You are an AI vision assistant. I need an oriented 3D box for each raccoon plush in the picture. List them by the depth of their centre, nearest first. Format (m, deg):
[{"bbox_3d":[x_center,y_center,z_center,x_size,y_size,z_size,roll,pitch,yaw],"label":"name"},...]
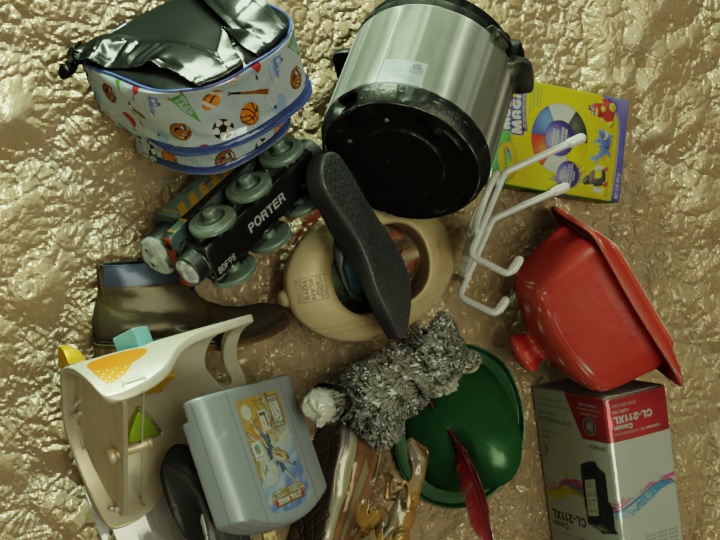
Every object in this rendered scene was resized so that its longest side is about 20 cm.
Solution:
[{"bbox_3d":[0.040,0.110,1.587,0.134,0.200,0.097,-38,86,17],"label":"raccoon plush"}]

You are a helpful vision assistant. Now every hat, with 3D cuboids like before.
[{"bbox_3d":[0.142,0.181,1.650,0.164,0.176,0.203,-11,97,-25],"label":"hat"}]

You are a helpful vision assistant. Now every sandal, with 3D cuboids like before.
[{"bbox_3d":[-0.004,-0.024,1.560,0.202,0.042,0.076,63,31,-21],"label":"sandal"}]

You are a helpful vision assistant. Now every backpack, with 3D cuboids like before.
[{"bbox_3d":[-0.143,-0.177,1.487,0.200,0.190,0.155,-39,124,-21],"label":"backpack"}]

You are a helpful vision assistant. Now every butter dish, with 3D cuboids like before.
[{"bbox_3d":[0.224,0.053,1.706,0.147,0.200,0.201,-32,102,1],"label":"butter dish"}]

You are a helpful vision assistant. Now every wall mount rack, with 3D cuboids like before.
[{"bbox_3d":[0.158,-0.054,1.646,0.074,0.200,0.175,24,69,7],"label":"wall mount rack"}]

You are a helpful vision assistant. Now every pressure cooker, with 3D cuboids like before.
[{"bbox_3d":[0.066,-0.175,1.590,0.175,0.178,0.201,32,51,-17],"label":"pressure cooker"}]

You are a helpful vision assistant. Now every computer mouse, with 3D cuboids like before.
[{"bbox_3d":[-0.108,0.244,1.481,0.140,0.046,0.202,-15,85,-65],"label":"computer mouse"}]

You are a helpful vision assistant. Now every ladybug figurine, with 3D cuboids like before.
[{"bbox_3d":[0.000,0.000,1.631,0.198,0.072,0.137,-14,97,-27],"label":"ladybug figurine"}]

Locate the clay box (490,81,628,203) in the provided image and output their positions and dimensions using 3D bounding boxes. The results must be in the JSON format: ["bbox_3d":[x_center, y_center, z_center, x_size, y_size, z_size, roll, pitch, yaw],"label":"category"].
[{"bbox_3d":[0.194,-0.142,1.744,0.198,0.047,0.116,7,88,-28],"label":"clay box"}]

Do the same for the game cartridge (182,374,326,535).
[{"bbox_3d":[-0.092,0.171,1.482,0.134,0.041,0.200,67,20,5],"label":"game cartridge"}]

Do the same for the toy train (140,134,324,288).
[{"bbox_3d":[-0.120,-0.060,1.527,0.200,0.113,0.086,-47,131,-32],"label":"toy train"}]

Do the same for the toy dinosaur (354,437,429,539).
[{"bbox_3d":[0.029,0.269,1.605,0.202,0.060,0.106,-67,155,1],"label":"toy dinosaur"}]

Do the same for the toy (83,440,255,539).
[{"bbox_3d":[-0.162,0.220,1.565,0.198,0.047,0.116,-22,99,-19],"label":"toy"}]

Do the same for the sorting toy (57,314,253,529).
[{"bbox_3d":[-0.176,0.110,1.475,0.179,0.107,0.201,-24,146,-26],"label":"sorting toy"}]

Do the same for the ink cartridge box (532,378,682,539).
[{"bbox_3d":[0.267,0.222,1.735,0.082,0.145,0.203,-10,96,-25],"label":"ink cartridge box"}]

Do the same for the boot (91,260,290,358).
[{"bbox_3d":[-0.162,0.029,1.546,0.198,0.075,0.098,-10,99,-25],"label":"boot"}]

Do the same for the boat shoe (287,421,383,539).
[{"bbox_3d":[-0.021,0.252,1.628,0.071,0.075,0.202,18,86,-30],"label":"boat shoe"}]
